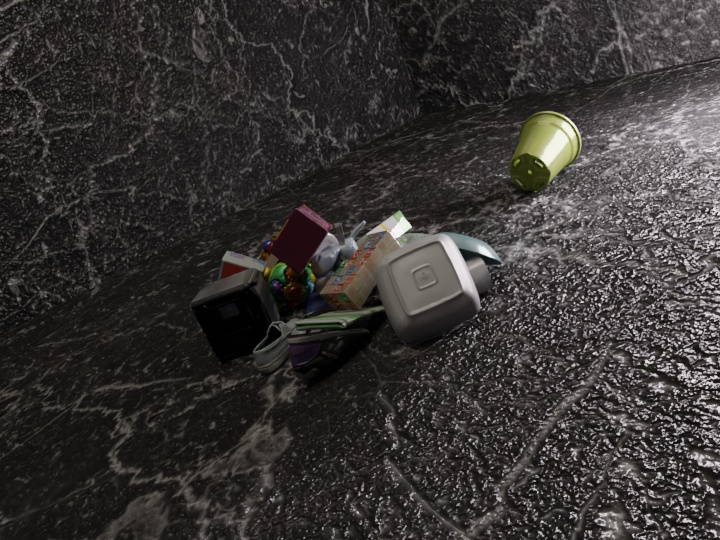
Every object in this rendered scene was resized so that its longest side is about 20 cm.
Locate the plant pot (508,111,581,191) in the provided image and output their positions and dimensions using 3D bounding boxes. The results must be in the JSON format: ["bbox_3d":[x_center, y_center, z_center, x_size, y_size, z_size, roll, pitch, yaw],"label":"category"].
[{"bbox_3d":[0.547,-0.348,1.733,0.198,0.203,0.185,0,39,46],"label":"plant pot"}]

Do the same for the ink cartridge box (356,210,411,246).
[{"bbox_3d":[0.048,-0.087,1.685,0.199,0.068,0.117,-37,-1,-36],"label":"ink cartridge box"}]

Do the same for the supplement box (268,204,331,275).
[{"bbox_3d":[-0.151,-0.084,1.465,0.132,0.102,0.200,-55,6,6],"label":"supplement box"}]

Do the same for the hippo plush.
[{"bbox_3d":[-0.078,-0.018,1.495,0.156,0.206,0.160,-7,4,-26],"label":"hippo plush"}]

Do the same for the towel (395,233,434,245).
[{"bbox_3d":[0.123,-0.042,1.557,0.199,0.049,0.169,-36,29,-32],"label":"towel"}]

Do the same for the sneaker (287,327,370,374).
[{"bbox_3d":[-0.065,0.173,1.215,0.196,0.090,0.075,-5,-3,-33],"label":"sneaker"}]

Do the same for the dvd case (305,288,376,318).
[{"bbox_3d":[-0.055,0.063,1.544,0.196,0.018,0.143,-22,19,5],"label":"dvd case"}]

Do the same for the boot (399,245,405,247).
[{"bbox_3d":[0.173,-0.012,1.437,0.195,0.093,0.073,-4,-23,-15],"label":"boot"}]

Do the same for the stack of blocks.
[{"bbox_3d":[0.000,0.000,1.377,0.114,0.059,0.201,-6,43,55],"label":"stack of blocks"}]

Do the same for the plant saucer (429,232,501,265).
[{"bbox_3d":[0.237,-0.056,1.324,0.196,0.040,0.201,14,-2,1],"label":"plant saucer"}]

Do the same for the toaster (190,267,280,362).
[{"bbox_3d":[-0.306,0.109,1.444,0.196,0.184,0.119,-19,23,8],"label":"toaster"}]

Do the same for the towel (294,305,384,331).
[{"bbox_3d":[-0.037,0.109,1.307,0.150,0.024,0.198,-8,2,33],"label":"towel"}]

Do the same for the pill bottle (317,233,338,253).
[{"bbox_3d":[-0.162,-0.074,1.866,0.110,0.113,0.198,-32,22,-26],"label":"pill bottle"}]

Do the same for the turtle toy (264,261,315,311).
[{"bbox_3d":[-0.213,0.050,1.592,0.199,0.146,0.102,-40,41,7],"label":"turtle toy"}]

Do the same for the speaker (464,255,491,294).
[{"bbox_3d":[0.188,0.042,1.247,0.196,0.083,0.081,-24,20,-4],"label":"speaker"}]

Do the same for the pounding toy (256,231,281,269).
[{"bbox_3d":[-0.273,-0.012,1.706,0.202,0.141,0.184,-57,20,-6],"label":"pounding toy"}]

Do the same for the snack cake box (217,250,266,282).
[{"bbox_3d":[-0.332,0.063,1.525,0.112,0.204,0.068,16,22,-7],"label":"snack cake box"}]

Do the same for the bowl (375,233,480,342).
[{"bbox_3d":[0.133,0.027,1.174,0.196,0.203,0.075,-22,-24,3],"label":"bowl"}]

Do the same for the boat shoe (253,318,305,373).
[{"bbox_3d":[-0.193,0.161,1.361,0.069,0.073,0.201,-11,23,27],"label":"boat shoe"}]
